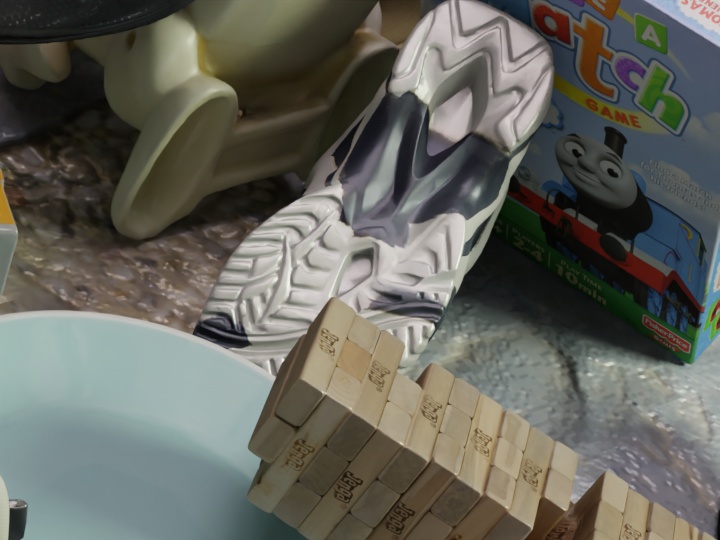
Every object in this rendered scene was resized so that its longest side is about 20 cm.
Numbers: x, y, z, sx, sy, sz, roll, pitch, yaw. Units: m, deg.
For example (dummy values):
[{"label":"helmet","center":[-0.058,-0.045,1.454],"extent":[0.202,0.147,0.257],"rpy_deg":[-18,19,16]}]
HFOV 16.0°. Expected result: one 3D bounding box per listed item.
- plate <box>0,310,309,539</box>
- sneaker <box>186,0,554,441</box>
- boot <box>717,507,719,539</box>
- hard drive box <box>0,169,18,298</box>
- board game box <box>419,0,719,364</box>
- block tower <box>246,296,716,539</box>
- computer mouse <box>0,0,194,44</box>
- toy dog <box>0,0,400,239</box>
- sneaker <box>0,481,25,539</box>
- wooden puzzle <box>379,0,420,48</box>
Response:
[{"label":"plate","center":[-0.077,0.092,0.833],"extent":[0.199,0.026,0.201],"rpy_deg":[16,39,-13]},{"label":"sneaker","center":[0.000,0.000,0.986],"extent":[0.079,0.130,0.200],"rpy_deg":[26,71,5]},{"label":"boot","center":[0.227,0.125,0.944],"extent":[0.173,0.069,0.200],"rpy_deg":[19,36,-12]},{"label":"hard drive box","center":[-0.237,-0.035,0.897],"extent":[0.199,0.077,0.156],"rpy_deg":[3,36,-25]},{"label":"board game box","center":[0.090,-0.065,1.015],"extent":[0.151,0.200,0.037],"rpy_deg":[34,62,21]},{"label":"block tower","center":[0.056,0.091,0.852],"extent":[0.199,0.054,0.058],"rpy_deg":[34,32,-7]},{"label":"computer mouse","center":[-0.128,-0.117,0.938],"extent":[0.199,0.053,0.139],"rpy_deg":[-8,39,1]},{"label":"toy dog","center":[-0.087,-0.140,1.038],"extent":[0.139,0.194,0.200],"rpy_deg":[-24,58,-32]},{"label":"sneaker","center":[-0.163,0.084,0.720],"extent":[0.199,0.080,0.129],"rpy_deg":[38,51,24]},{"label":"wooden puzzle","center":[0.058,-0.157,1.198],"extent":[0.199,0.037,0.185],"rpy_deg":[-22,40,0]}]
